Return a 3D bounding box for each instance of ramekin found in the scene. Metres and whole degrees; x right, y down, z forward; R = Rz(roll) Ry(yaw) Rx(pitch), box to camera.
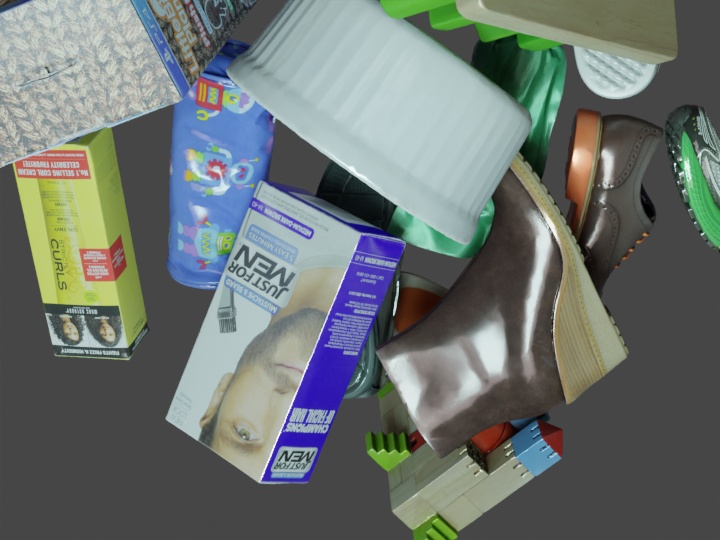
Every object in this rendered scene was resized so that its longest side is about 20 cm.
[{"bbox_3d":[0.018,-0.114,1.021,0.200,0.200,0.098,34,96,-7],"label":"ramekin"}]

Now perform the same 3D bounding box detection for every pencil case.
[{"bbox_3d":[-0.104,-0.082,1.189,0.086,0.078,0.201,8,121,0],"label":"pencil case"}]

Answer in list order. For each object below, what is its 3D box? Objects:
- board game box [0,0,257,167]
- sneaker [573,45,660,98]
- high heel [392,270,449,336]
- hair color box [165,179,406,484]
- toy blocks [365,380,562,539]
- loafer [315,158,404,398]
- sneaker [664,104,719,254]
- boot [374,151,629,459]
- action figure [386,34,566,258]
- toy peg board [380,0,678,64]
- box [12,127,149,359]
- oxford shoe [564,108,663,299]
[{"bbox_3d":[-0.182,-0.176,1.080,0.159,0.200,0.097,-17,114,22],"label":"board game box"},{"bbox_3d":[0.169,-0.217,1.049,0.078,0.079,0.201,-1,94,13],"label":"sneaker"},{"bbox_3d":[-0.004,0.033,1.260,0.199,0.096,0.068,12,82,-8],"label":"high heel"},{"bbox_3d":[-0.058,0.046,1.145,0.109,0.065,0.201,28,101,35],"label":"hair color box"},{"bbox_3d":[0.087,0.120,1.205,0.137,0.200,0.100,-38,115,16],"label":"toy blocks"},{"bbox_3d":[0.000,0.000,1.190,0.072,0.063,0.201,3,84,28],"label":"loafer"},{"bbox_3d":[0.290,-0.049,1.119,0.085,0.078,0.200,-33,116,21],"label":"sneaker"},{"bbox_3d":[0.083,0.021,1.103,0.166,0.072,0.201,-26,99,6],"label":"boot"},{"bbox_3d":[0.101,-0.105,1.130,0.118,0.055,0.201,13,111,-10],"label":"action figure"},{"bbox_3d":[0.094,-0.230,0.941,0.098,0.200,0.200,-9,81,43],"label":"toy peg board"},{"bbox_3d":[-0.231,-0.024,1.269,0.075,0.050,0.201,3,120,13],"label":"box"},{"bbox_3d":[0.185,-0.022,1.156,0.072,0.071,0.201,6,120,5],"label":"oxford shoe"}]
